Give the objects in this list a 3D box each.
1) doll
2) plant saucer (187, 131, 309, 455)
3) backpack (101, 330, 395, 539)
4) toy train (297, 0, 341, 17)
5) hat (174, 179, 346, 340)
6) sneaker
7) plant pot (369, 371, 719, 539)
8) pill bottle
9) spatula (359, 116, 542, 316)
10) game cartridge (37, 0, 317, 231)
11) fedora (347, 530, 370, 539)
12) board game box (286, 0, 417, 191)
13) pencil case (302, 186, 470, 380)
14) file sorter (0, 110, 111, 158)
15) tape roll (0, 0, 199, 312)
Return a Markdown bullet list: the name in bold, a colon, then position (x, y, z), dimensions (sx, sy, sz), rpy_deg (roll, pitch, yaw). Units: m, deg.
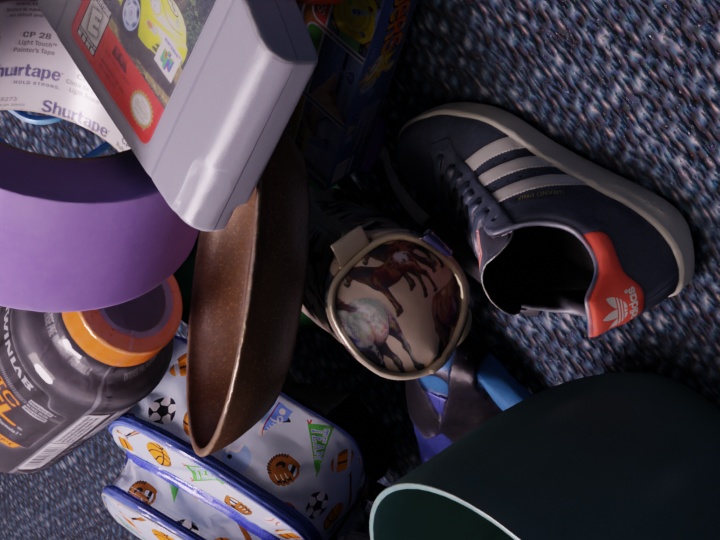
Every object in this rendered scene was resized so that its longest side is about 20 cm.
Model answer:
- **doll**: position (0.064, 0.085, 1.209), dimensions (0.136, 0.048, 0.201), rpy_deg (21, 141, 32)
- **plant saucer**: position (-0.061, 0.004, 1.082), dimensions (0.200, 0.036, 0.202), rpy_deg (-172, 90, -76)
- **backpack**: position (-0.087, 0.126, 1.300), dimensions (0.199, 0.155, 0.191), rpy_deg (23, 157, 8)
- **toy train**: position (-0.053, -0.164, 1.014), dimensions (0.200, 0.055, 0.151), rpy_deg (30, 117, 44)
- **hat**: position (-0.108, 0.018, 1.255), dimensions (0.200, 0.176, 0.166), rpy_deg (-5, 116, 59)
- **sneaker**: position (0.075, -0.025, 1.023), dimensions (0.200, 0.084, 0.075), rpy_deg (26, 143, 42)
- **plant pot**: position (0.130, 0.150, 1.059), dimensions (0.200, 0.161, 0.201), rpy_deg (37, 149, 27)
- **pill bottle**: position (-0.184, 0.051, 1.220), dimensions (0.106, 0.106, 0.200), rpy_deg (53, 142, -1)
- **spatula**: position (0.032, -0.041, 1.140), dimensions (0.200, 0.021, 0.057), rpy_deg (45, 148, 16)
- **game cartridge**: position (-0.099, -0.135, 1.003), dimensions (0.200, 0.041, 0.133), rpy_deg (54, 128, 31)
- **fedora**: position (-0.002, 0.259, 1.438), dimensions (0.199, 0.177, 0.091), rpy_deg (29, 115, 4)
- **board game box**: position (-0.035, -0.155, 1.071), dimensions (0.135, 0.034, 0.200), rpy_deg (43, 144, 18)
- **pencil case**: position (0.000, 0.000, 1.111), dimensions (0.090, 0.078, 0.200), rpy_deg (66, 172, -14)
- **file sorter**: position (-0.203, -0.181, 1.233), dimensions (0.139, 0.123, 0.201), rpy_deg (36, 149, 30)
- **tape roll**: position (-0.177, -0.077, 1.084), dimensions (0.200, 0.200, 0.085), rpy_deg (41, 135, 22)
